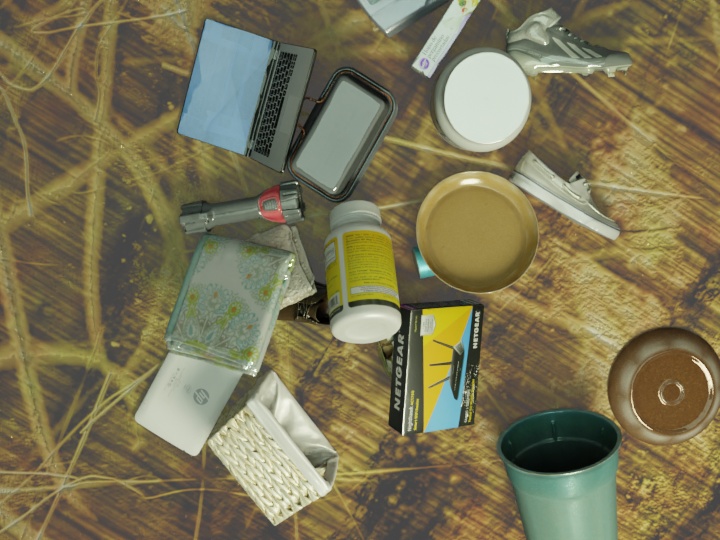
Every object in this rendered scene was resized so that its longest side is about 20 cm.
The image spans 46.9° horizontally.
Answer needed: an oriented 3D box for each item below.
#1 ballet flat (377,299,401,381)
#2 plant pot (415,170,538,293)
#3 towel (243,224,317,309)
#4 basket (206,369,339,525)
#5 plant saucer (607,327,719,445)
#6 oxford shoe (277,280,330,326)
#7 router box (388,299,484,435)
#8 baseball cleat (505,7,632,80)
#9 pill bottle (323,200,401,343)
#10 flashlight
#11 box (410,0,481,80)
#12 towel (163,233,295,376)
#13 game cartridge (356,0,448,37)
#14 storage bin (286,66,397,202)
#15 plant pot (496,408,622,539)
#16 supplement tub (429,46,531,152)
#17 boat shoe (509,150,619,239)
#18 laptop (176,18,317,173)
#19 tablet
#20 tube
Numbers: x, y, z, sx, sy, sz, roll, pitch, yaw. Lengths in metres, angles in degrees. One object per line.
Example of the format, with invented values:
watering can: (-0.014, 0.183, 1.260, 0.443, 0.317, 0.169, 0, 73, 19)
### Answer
ballet flat: (0.056, 0.118, 1.368, 0.069, 0.071, 0.205, -18, 98, 5)
plant pot: (0.184, -0.059, 1.323, 0.194, 0.028, 0.206, 0, 73, -1)
towel: (-0.172, 0.016, 1.344, 0.197, 0.035, 0.135, -27, 64, 7)
basket: (-0.143, 0.292, 1.369, 0.122, 0.136, 0.202, -36, 96, 11)
plant saucer: (0.513, 0.198, 1.380, 0.195, 0.037, 0.206, 0, 98, 1)
oxford shoe: (-0.089, 0.053, 1.355, 0.194, 0.084, 0.075, 0, 101, 4)
router box: (0.123, 0.154, 1.345, 0.146, 0.051, 0.206, -3, 101, -30)
baseball cleat: (0.323, -0.352, 1.287, 0.194, 0.070, 0.110, -1, 99, 1)
pill bottle: (0.000, 0.000, 1.294, 0.109, 0.113, 0.205, -7, 65, 3)
flashlight: (-0.189, -0.099, 1.348, 0.195, 0.069, 0.069, -9, 137, 8)
box: (0.149, -0.395, 1.301, 0.038, 0.041, 0.202, 33, 99, -2)
towel: (-0.205, 0.050, 1.301, 0.167, 0.048, 0.205, 13, 76, 19)
game cartridge: (0.037, -0.479, 1.296, 0.131, 0.041, 0.203, -28, 96, 10)
storage bin: (-0.039, -0.216, 1.287, 0.144, 0.134, 0.203, 31, 98, -3)
plant pot: (0.330, 0.361, 1.340, 0.195, 0.201, 0.201, -10, 106, 3)
supplement tub: (0.177, -0.253, 1.240, 0.140, 0.200, 0.149, 0, 99, 2)
boat shoe: (0.336, -0.123, 1.323, 0.197, 0.071, 0.071, 32, 98, 2)
laptop: (-0.181, -0.275, 1.296, 0.114, 0.199, 0.192, 10, 101, -34)
tablet: (-0.288, 0.203, 1.419, 0.128, 0.014, 0.203, 30, 99, -3)
tube: (0.183, -0.038, 1.352, 0.195, 0.050, 0.079, -15, 93, 0)
